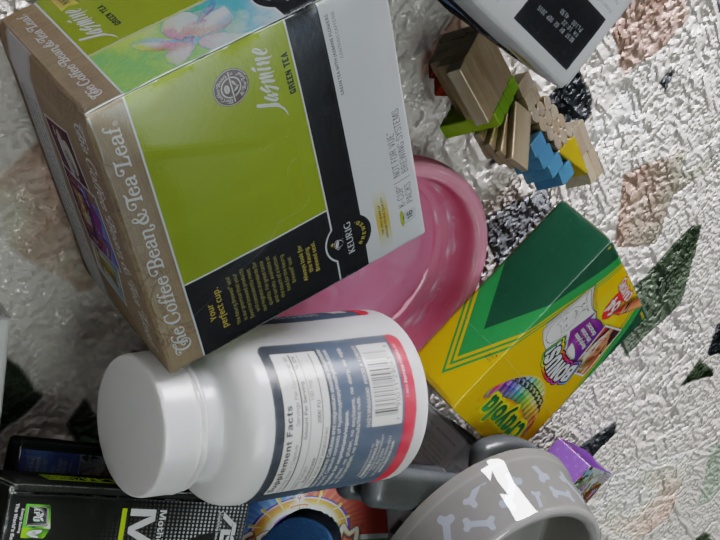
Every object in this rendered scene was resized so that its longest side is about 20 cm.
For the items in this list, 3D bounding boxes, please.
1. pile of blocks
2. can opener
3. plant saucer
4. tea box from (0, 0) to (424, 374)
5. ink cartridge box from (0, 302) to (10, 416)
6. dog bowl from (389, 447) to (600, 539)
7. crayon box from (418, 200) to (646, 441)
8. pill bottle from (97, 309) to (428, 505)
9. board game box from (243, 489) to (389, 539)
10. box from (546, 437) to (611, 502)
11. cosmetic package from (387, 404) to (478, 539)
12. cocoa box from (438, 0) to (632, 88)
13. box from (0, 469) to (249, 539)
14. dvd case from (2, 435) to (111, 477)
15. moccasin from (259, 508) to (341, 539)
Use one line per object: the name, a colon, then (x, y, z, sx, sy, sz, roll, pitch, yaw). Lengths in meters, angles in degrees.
pile of blocks: (0.101, -0.099, 1.117, 0.200, 0.062, 0.083, 35, 55, -45)
can opener: (0.062, 0.157, 1.186, 0.199, 0.052, 0.067, 7, 91, -46)
plant saucer: (0.000, 0.000, 1.126, 0.200, 0.051, 0.202, -21, 132, -25)
tea box: (-0.084, -0.084, 0.936, 0.196, 0.134, 0.201, -29, 134, -19)
ink cartridge box: (-0.302, 0.099, 0.936, 0.144, 0.084, 0.201, -8, 125, -34)
dog bowl: (0.101, 0.233, 1.190, 0.199, 0.059, 0.201, -24, 137, -25)
crayon box: (0.140, 0.055, 1.234, 0.173, 0.058, 0.200, -47, 154, -1)
pill bottle: (-0.066, 0.091, 1.016, 0.199, 0.120, 0.120, -3, 122, -37)
board game box: (-0.054, 0.204, 1.175, 0.152, 0.040, 0.201, -14, 111, -23)
box: (0.155, 0.215, 1.358, 0.137, 0.039, 0.200, -49, 163, 2)
cosmetic package: (0.029, 0.216, 1.294, 0.200, 0.074, 0.102, -50, 136, 2)
cocoa box: (0.079, -0.234, 0.955, 0.134, 0.131, 0.200, -52, 137, 5)
box: (-0.172, 0.234, 0.997, 0.192, 0.047, 0.202, 12, 89, -42)
dvd case: (-0.164, 0.190, 1.041, 0.199, 0.017, 0.144, 12, 89, -43)
moccasin: (-0.062, 0.254, 1.124, 0.068, 0.080, 0.201, -24, 142, -62)
